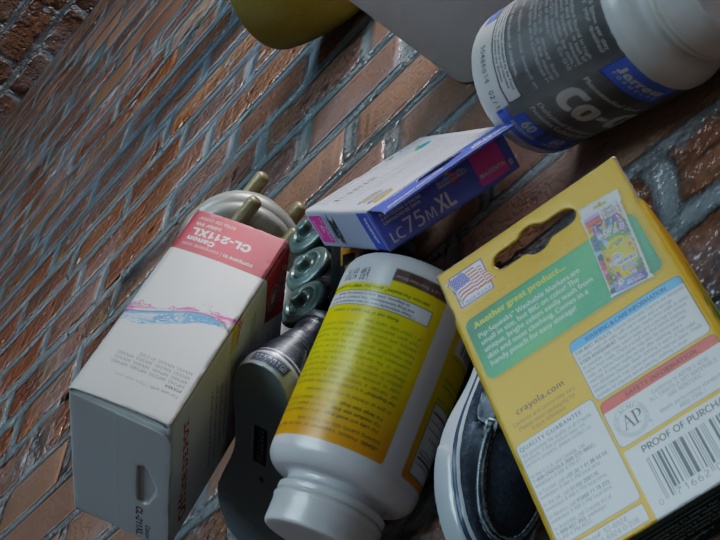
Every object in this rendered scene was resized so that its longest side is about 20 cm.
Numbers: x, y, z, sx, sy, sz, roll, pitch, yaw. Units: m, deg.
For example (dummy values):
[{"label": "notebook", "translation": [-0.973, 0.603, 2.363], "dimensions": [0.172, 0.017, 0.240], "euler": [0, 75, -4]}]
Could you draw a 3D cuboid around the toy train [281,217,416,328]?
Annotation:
[{"label": "toy train", "translation": [0.000, 0.000, 1.145], "dimensions": [0.114, 0.085, 0.201], "euler": [-32, 28, 21]}]

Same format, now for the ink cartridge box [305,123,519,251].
[{"label": "ink cartridge box", "translation": [0.039, -0.060, 1.029], "dimensions": [0.119, 0.042, 0.200], "euler": [-33, 9, -13]}]

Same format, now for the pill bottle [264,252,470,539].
[{"label": "pill bottle", "translation": [0.006, 0.097, 0.961], "dimensions": [0.109, 0.109, 0.201], "euler": [-16, 46, 58]}]

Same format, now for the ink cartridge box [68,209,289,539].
[{"label": "ink cartridge box", "translation": [-0.132, 0.078, 1.025], "dimensions": [0.146, 0.082, 0.200], "euler": [100, -165, -45]}]

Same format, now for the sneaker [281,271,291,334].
[{"label": "sneaker", "translation": [-0.084, 0.079, 1.177], "dimensions": [0.078, 0.099, 0.201], "euler": [-39, 29, 37]}]

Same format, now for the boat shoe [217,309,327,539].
[{"label": "boat shoe", "translation": [-0.053, 0.127, 1.062], "dimensions": [0.091, 0.071, 0.201], "euler": [-39, -32, -45]}]

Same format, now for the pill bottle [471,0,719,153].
[{"label": "pill bottle", "translation": [0.177, -0.162, 0.939], "dimensions": [0.200, 0.113, 0.114], "euler": [-25, 39, 53]}]

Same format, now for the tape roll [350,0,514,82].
[{"label": "tape roll", "translation": [0.094, -0.291, 1.240], "dimensions": [0.203, 0.139, 0.203], "euler": [-43, 27, 28]}]

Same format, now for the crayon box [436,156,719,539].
[{"label": "crayon box", "translation": [0.132, 0.052, 0.726], "dimensions": [0.125, 0.052, 0.201], "euler": [-34, 49, 15]}]

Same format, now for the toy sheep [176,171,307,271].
[{"label": "toy sheep", "translation": [-0.115, -0.015, 1.326], "dimensions": [0.138, 0.138, 0.200], "euler": [-51, 6, 15]}]

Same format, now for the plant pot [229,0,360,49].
[{"label": "plant pot", "translation": [-0.047, -0.364, 1.594], "dimensions": [0.141, 0.200, 0.201], "euler": [-2, 55, 34]}]

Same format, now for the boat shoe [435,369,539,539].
[{"label": "boat shoe", "translation": [0.106, 0.077, 0.812], "dimensions": [0.091, 0.071, 0.201], "euler": [-32, 33, 48]}]
